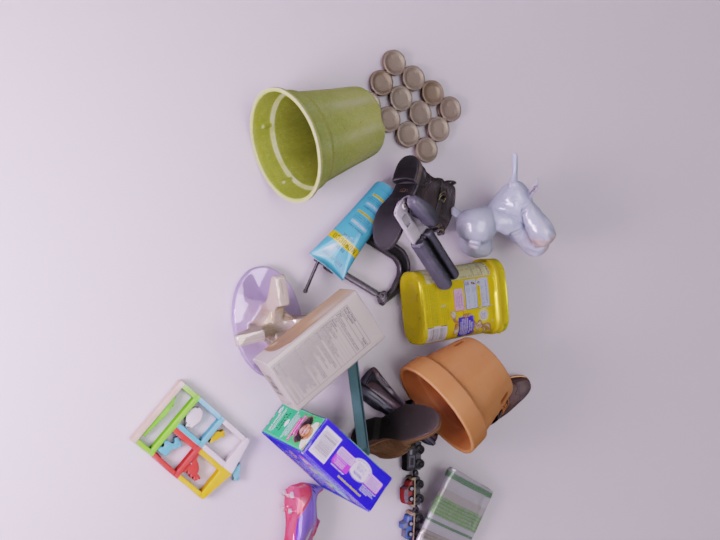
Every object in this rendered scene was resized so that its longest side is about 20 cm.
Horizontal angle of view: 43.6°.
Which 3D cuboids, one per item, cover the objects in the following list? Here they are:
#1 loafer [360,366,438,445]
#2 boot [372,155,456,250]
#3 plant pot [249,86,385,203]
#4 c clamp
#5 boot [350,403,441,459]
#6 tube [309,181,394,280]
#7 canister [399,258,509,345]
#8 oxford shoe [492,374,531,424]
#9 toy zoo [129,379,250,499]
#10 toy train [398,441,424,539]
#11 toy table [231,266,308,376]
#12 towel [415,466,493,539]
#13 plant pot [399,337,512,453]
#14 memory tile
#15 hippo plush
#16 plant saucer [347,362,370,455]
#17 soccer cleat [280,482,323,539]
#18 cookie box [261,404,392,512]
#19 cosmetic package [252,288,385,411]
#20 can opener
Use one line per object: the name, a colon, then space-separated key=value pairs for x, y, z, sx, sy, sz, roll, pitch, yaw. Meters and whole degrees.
loafer: x=0.079 y=0.259 z=1.711 sx=0.200 sy=0.072 sz=0.063 roll=38 pitch=71 yaw=-18
boot: x=0.115 y=-0.106 z=1.701 sx=0.174 sy=0.069 sz=0.201 roll=32 pitch=77 yaw=-50
plant pot: x=-0.064 y=-0.242 z=1.586 sx=0.184 sy=0.200 sz=0.202 roll=-24 pitch=101 yaw=-36
c clamp: x=0.000 y=0.000 z=1.696 sx=0.199 sy=0.027 sz=0.172 roll=25 pitch=73 yaw=-24
boot: x=0.079 y=0.300 z=1.651 sx=0.075 sy=0.199 sz=0.074 roll=43 pitch=45 yaw=-28
tube: x=-0.008 y=-0.078 z=1.664 sx=0.077 sy=0.050 sz=0.200 roll=37 pitch=68 yaw=0
canister: x=0.181 y=0.060 z=1.739 sx=0.199 sy=0.086 sz=0.150 roll=-7 pitch=94 yaw=-30
oxford shoe: x=0.274 y=0.272 z=1.800 sx=0.199 sy=0.073 sz=0.072 roll=-28 pitch=103 yaw=-23
toy zoo: x=-0.283 y=0.303 z=1.561 sx=0.200 sy=0.020 sz=0.131 roll=46 pitch=72 yaw=-18
toy train: x=0.098 y=0.430 z=1.739 sx=0.045 sy=0.034 sz=0.202 roll=1 pitch=90 yaw=-22
toy table: x=-0.148 y=0.095 z=1.573 sx=0.183 sy=0.117 sz=0.201 roll=-24 pitch=102 yaw=-23
towel: x=0.172 y=0.497 z=1.763 sx=0.149 sy=0.031 sz=0.201 roll=36 pitch=77 yaw=-37
plant pot: x=0.189 y=0.219 z=1.686 sx=0.140 sy=0.200 sz=0.201 roll=-38 pitch=106 yaw=-18
memory tile: x=0.095 y=-0.317 z=1.742 sx=0.200 sy=0.017 sz=0.154 roll=35 pitch=76 yaw=-21
hippo plush: x=0.271 y=-0.082 z=1.741 sx=0.160 sy=0.200 sz=0.160 roll=-29 pitch=64 yaw=-12
plant saucer: x=-0.005 y=0.235 z=1.623 sx=0.019 sy=0.070 sz=0.201 roll=-9 pitch=64 yaw=4
soccer cleat: x=-0.108 y=0.485 z=1.626 sx=0.076 sy=0.067 sz=0.202 roll=6 pitch=85 yaw=-30
cookie box: x=-0.063 y=0.321 z=1.569 sx=0.171 sy=0.200 sz=0.075 roll=46 pitch=71 yaw=-19
cosmetic package: x=-0.068 y=0.130 z=1.508 sx=0.200 sy=0.071 sz=0.106 roll=-37 pitch=107 yaw=-20
can opener: x=0.127 y=-0.050 z=1.612 sx=0.053 sy=0.067 sz=0.200 roll=-52 pitch=121 yaw=-30
